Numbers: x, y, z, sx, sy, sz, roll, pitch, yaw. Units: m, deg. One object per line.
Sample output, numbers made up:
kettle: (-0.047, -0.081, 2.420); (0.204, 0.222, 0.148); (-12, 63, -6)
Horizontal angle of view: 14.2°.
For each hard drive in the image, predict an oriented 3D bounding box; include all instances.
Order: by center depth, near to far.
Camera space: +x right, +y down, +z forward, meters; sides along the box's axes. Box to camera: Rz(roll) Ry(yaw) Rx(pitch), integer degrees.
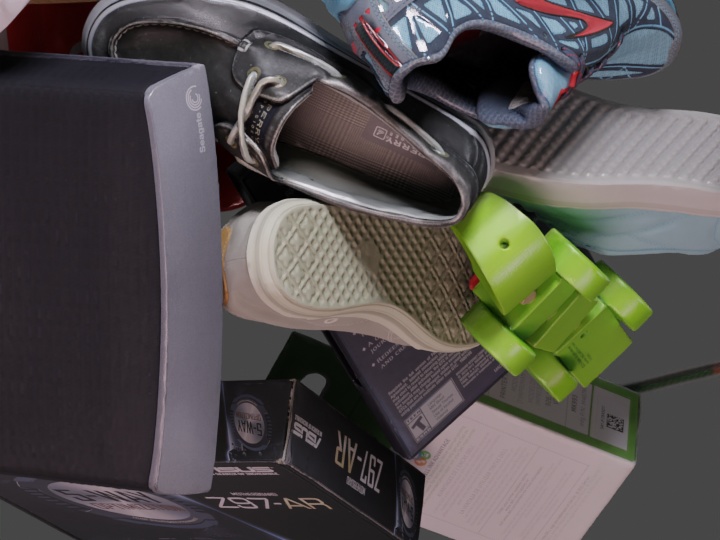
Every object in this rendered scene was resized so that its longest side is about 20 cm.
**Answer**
hard drive: (-0.130, 0.003, 1.312); (0.135, 0.042, 0.200); (6, 105, 21)

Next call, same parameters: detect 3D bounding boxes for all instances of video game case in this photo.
video game case: (0.032, -0.021, 1.429); (0.143, 0.019, 0.200); (-41, 126, -15)

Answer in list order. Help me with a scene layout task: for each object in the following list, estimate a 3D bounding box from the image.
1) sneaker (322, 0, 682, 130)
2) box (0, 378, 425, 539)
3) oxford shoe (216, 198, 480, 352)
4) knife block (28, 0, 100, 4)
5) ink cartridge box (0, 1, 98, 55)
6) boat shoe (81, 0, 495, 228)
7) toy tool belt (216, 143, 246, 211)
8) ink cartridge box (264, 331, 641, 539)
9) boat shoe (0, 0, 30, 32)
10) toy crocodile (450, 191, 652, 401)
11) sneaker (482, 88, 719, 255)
sneaker: (0.072, -0.098, 1.331); (0.200, 0.096, 0.079); (3, 141, -35)
box: (-0.088, 0.102, 1.481); (0.200, 0.044, 0.160); (-2, 159, 25)
oxford shoe: (0.000, 0.000, 1.372); (0.058, 0.075, 0.200); (-7, 171, 38)
knife block: (-0.141, -0.207, 1.310); (0.200, 0.064, 0.176); (0, 133, 7)
ink cartridge box: (-0.185, -0.070, 1.382); (0.200, 0.161, 0.050); (-13, 167, 20)
boat shoe: (-0.033, -0.077, 1.309); (0.200, 0.071, 0.072); (18, 112, -1)
toy tool belt: (-0.127, -0.034, 1.452); (0.200, 0.123, 0.125); (-32, 107, 16)
ink cartridge box: (0.040, 0.082, 1.553); (0.200, 0.059, 0.104); (21, 132, -11)
boat shoe: (-0.196, -0.133, 1.301); (0.066, 0.070, 0.200); (37, 132, -23)
toy crocodile: (0.090, 0.015, 1.411); (0.068, 0.062, 0.200); (-46, 157, 5)
sneaker: (0.104, -0.039, 1.411); (0.200, 0.074, 0.082); (11, 136, -17)
